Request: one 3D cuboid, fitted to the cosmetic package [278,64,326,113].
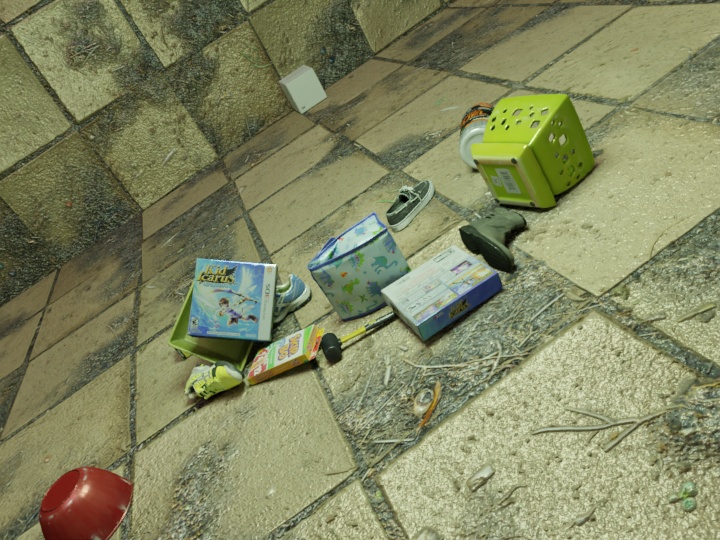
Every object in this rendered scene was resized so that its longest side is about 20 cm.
[{"bbox_3d":[-0.299,-0.935,3.134,0.165,0.169,0.200,-33,29,-4],"label":"cosmetic package"}]

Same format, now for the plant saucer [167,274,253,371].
[{"bbox_3d":[-0.345,0.126,1.504,0.048,0.196,0.204,103,-172,-78],"label":"plant saucer"}]

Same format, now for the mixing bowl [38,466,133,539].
[{"bbox_3d":[-0.592,0.491,1.274,0.197,0.109,0.202,-25,28,14],"label":"mixing bowl"}]

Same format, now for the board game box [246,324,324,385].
[{"bbox_3d":[-0.170,0.189,1.381,0.197,0.030,0.096,-24,29,27],"label":"board game box"}]

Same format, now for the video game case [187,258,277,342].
[{"bbox_3d":[-0.305,0.072,1.463,0.195,0.046,0.186,4,77,-2],"label":"video game case"}]

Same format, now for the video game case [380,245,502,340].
[{"bbox_3d":[0.165,0.041,1.263,0.198,0.046,0.181,-31,28,-9],"label":"video game case"}]

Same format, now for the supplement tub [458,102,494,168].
[{"bbox_3d":[0.334,-0.378,1.678,0.120,0.124,0.202,-18,31,23],"label":"supplement tub"}]

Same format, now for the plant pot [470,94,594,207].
[{"bbox_3d":[0.380,-0.260,1.381,0.182,0.201,0.198,-48,32,-17],"label":"plant pot"}]

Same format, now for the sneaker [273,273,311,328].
[{"bbox_3d":[-0.222,0.088,1.560,0.199,0.078,0.076,-40,31,-8],"label":"sneaker"}]

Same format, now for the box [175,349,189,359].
[{"bbox_3d":[-0.422,0.158,1.681,0.198,0.051,0.075,-35,28,-4],"label":"box"}]

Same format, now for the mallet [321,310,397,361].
[{"bbox_3d":[0.005,0.134,1.307,0.197,0.042,0.066,-24,28,7],"label":"mallet"}]

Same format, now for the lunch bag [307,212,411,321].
[{"bbox_3d":[0.000,0.000,1.375,0.198,0.171,0.128,-34,28,-1],"label":"lunch bag"}]

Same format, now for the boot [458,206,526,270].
[{"bbox_3d":[0.306,-0.082,1.313,0.129,0.069,0.200,-29,29,-6],"label":"boot"}]

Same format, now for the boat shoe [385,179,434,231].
[{"bbox_3d":[0.131,-0.195,1.653,0.073,0.069,0.200,8,48,50],"label":"boat shoe"}]

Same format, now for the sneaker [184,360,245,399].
[{"bbox_3d":[-0.341,0.265,1.423,0.198,0.075,0.077,-19,36,44],"label":"sneaker"}]
